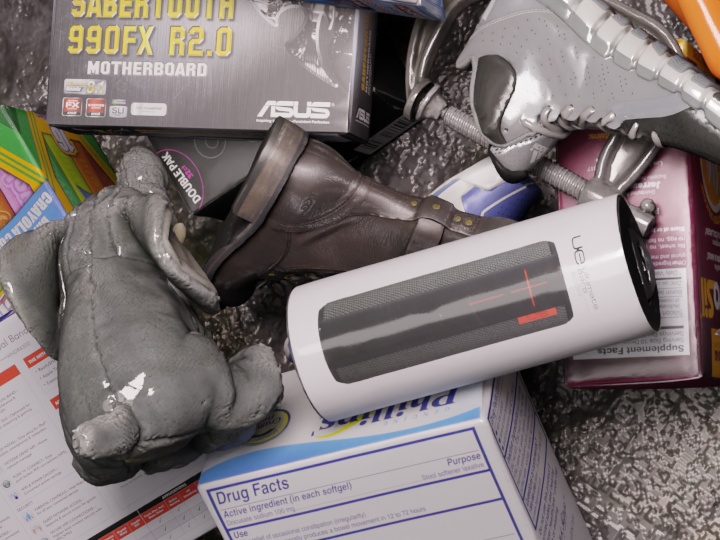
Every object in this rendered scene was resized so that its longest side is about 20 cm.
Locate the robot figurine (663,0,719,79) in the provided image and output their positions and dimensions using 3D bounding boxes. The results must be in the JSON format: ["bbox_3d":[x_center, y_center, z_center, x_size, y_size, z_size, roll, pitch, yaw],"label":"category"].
[{"bbox_3d":[0.250,-0.164,1.316,0.117,0.144,0.200,-45,69,15],"label":"robot figurine"}]

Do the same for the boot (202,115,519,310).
[{"bbox_3d":[0.000,0.000,1.339,0.173,0.200,0.070,26,59,-4],"label":"boot"}]

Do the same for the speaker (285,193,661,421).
[{"bbox_3d":[0.064,0.021,1.239,0.199,0.081,0.082,-16,81,16],"label":"speaker"}]

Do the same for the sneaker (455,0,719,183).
[{"bbox_3d":[0.134,-0.083,1.253,0.200,0.075,0.116,41,101,28],"label":"sneaker"}]

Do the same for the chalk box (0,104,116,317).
[{"bbox_3d":[-0.204,0.011,1.473,0.124,0.125,0.201,-37,76,14],"label":"chalk box"}]

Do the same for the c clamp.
[{"bbox_3d":[0.101,-0.090,1.305,0.200,0.027,0.171,36,99,20],"label":"c clamp"}]

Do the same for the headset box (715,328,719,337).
[{"bbox_3d":[0.286,0.006,1.256,0.077,0.200,0.149,42,101,17],"label":"headset box"}]

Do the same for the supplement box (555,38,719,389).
[{"bbox_3d":[0.173,-0.030,1.347,0.085,0.110,0.202,-4,85,21],"label":"supplement box"}]

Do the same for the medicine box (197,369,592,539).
[{"bbox_3d":[0.029,0.155,1.339,0.181,0.103,0.201,-15,119,18],"label":"medicine box"}]

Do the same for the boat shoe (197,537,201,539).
[{"bbox_3d":[-0.153,0.174,1.468,0.069,0.074,0.201,34,93,22],"label":"boat shoe"}]

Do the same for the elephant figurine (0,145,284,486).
[{"bbox_3d":[-0.137,0.012,1.266,0.141,0.155,0.201,-13,78,-24],"label":"elephant figurine"}]

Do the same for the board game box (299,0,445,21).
[{"bbox_3d":[-0.025,-0.231,1.280,0.199,0.062,0.201,25,95,16],"label":"board game box"}]

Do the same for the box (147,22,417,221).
[{"bbox_3d":[-0.076,-0.152,1.439,0.148,0.124,0.201,-33,77,14],"label":"box"}]

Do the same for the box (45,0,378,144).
[{"bbox_3d":[-0.088,-0.160,1.352,0.199,0.048,0.160,4,87,17],"label":"box"}]

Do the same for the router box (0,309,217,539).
[{"bbox_3d":[-0.191,0.114,1.392,0.199,0.049,0.180,-30,97,14],"label":"router box"}]

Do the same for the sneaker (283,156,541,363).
[{"bbox_3d":[0.056,0.028,1.409,0.199,0.080,0.115,-45,77,19],"label":"sneaker"}]
